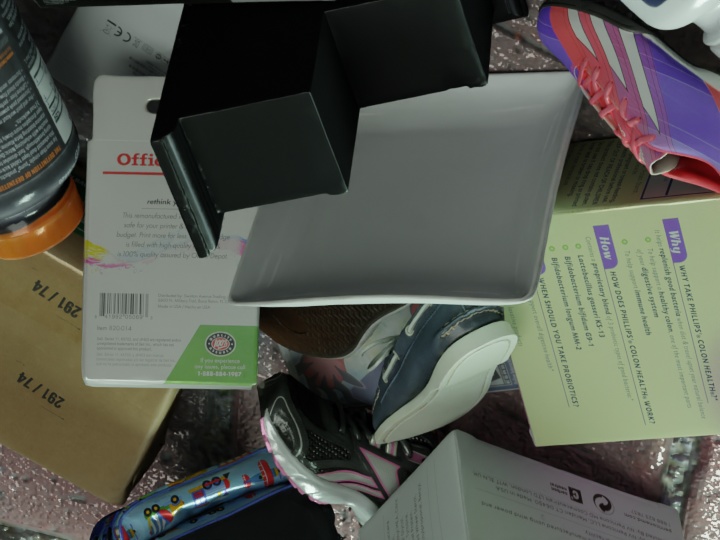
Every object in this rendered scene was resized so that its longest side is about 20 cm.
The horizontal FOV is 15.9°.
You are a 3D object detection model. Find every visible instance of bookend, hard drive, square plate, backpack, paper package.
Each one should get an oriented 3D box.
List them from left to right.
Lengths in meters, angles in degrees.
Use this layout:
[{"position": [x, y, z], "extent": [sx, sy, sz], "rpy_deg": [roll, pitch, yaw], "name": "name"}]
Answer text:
[{"position": [-0.208, 0.034, 1.810], "extent": [0.199, 0.104, 0.191], "rpy_deg": [29, 125, 1], "name": "paper package"}, {"position": [-0.110, -0.171, 1.688], "extent": [0.132, 0.027, 0.200], "rpy_deg": [33, 127, -3], "name": "hard drive"}, {"position": [-0.112, 0.220, 1.859], "extent": [0.135, 0.182, 0.200], "rpy_deg": [67, 163, 5], "name": "backpack"}, {"position": [-0.008, -0.121, 1.556], "extent": [0.199, 0.199, 0.092], "rpy_deg": [-11, 127, 14], "name": "bookend"}, {"position": [0.033, -0.047, 1.619], "extent": [0.199, 0.199, 0.029], "rpy_deg": [-1, 138, 20], "name": "square plate"}]

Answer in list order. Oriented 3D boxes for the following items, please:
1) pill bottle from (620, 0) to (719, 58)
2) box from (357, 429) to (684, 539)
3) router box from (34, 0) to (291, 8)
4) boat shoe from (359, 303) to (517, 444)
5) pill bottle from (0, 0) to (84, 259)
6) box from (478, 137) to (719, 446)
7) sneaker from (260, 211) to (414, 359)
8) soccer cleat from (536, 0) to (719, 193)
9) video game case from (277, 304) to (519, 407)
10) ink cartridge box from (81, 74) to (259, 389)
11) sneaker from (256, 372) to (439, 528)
[{"position": [0.180, -0.212, 1.501], "extent": [0.200, 0.120, 0.120], "rpy_deg": [41, 126, -10], "name": "pill bottle"}, {"position": [0.117, 0.244, 1.736], "extent": [0.198, 0.201, 0.131], "rpy_deg": [21, 130, -26], "name": "box"}, {"position": [-0.103, -0.237, 1.568], "extent": [0.199, 0.150, 0.051], "rpy_deg": [0, 157, 19], "name": "router box"}, {"position": [0.044, 0.060, 1.692], "extent": [0.062, 0.075, 0.200], "rpy_deg": [64, 161, 16], "name": "boat shoe"}, {"position": [-0.246, -0.104, 1.645], "extent": [0.106, 0.106, 0.201], "rpy_deg": [-7, 125, 23], "name": "pill bottle"}, {"position": [0.194, 0.010, 1.655], "extent": [0.199, 0.097, 0.177], "rpy_deg": [-5, 120, 23], "name": "box"}, {"position": [0.000, 0.000, 1.716], "extent": [0.073, 0.085, 0.200], "rpy_deg": [43, 147, -16], "name": "sneaker"}, {"position": [0.175, -0.101, 1.563], "extent": [0.200, 0.073, 0.068], "rpy_deg": [34, 173, 28], "name": "soccer cleat"}, {"position": [0.013, 0.003, 1.760], "extent": [0.181, 0.023, 0.201], "rpy_deg": [-7, 119, 24], "name": "video game case"}, {"position": [-0.123, -0.024, 1.694], "extent": [0.116, 0.067, 0.201], "rpy_deg": [2, 85, -3], "name": "ink cartridge box"}, {"position": [0.009, 0.125, 1.808], "extent": [0.086, 0.081, 0.200], "rpy_deg": [-36, 129, 18], "name": "sneaker"}]
